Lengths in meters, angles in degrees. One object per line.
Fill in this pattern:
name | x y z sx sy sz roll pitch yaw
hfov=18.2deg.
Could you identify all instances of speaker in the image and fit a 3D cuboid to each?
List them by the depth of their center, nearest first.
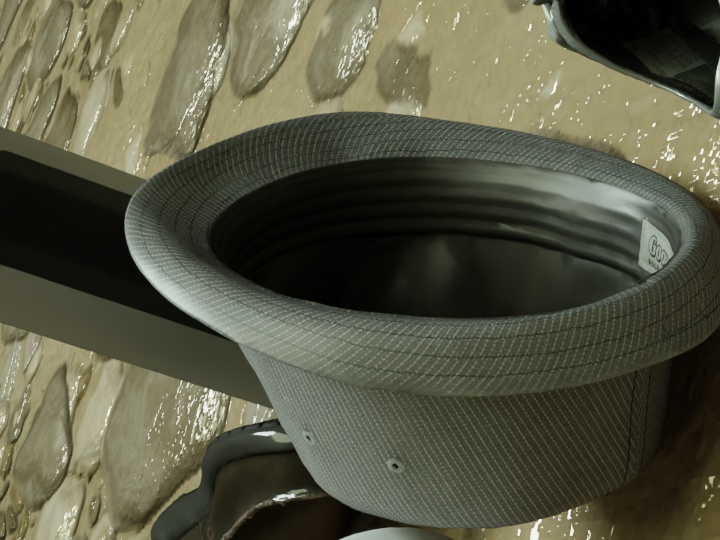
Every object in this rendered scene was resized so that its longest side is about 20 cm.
speaker | -0.106 -0.002 0.981 0.081 0.200 0.081 -40 39 44

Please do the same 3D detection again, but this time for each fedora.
fedora | 0.025 0.022 0.728 0.200 0.177 0.091 14 118 32

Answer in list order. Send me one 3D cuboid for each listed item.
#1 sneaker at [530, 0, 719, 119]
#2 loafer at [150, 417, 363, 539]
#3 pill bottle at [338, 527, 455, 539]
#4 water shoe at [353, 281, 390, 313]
sneaker | 0.075 -0.107 0.677 0.200 0.082 0.075 38 141 39
loafer | -0.027 0.105 0.900 0.200 0.073 0.072 128 126 -63
pill bottle | 0.026 0.167 0.655 0.111 0.111 0.200 -62 24 23
water shoe | 0.000 0.000 0.887 0.072 0.079 0.200 -69 22 6
